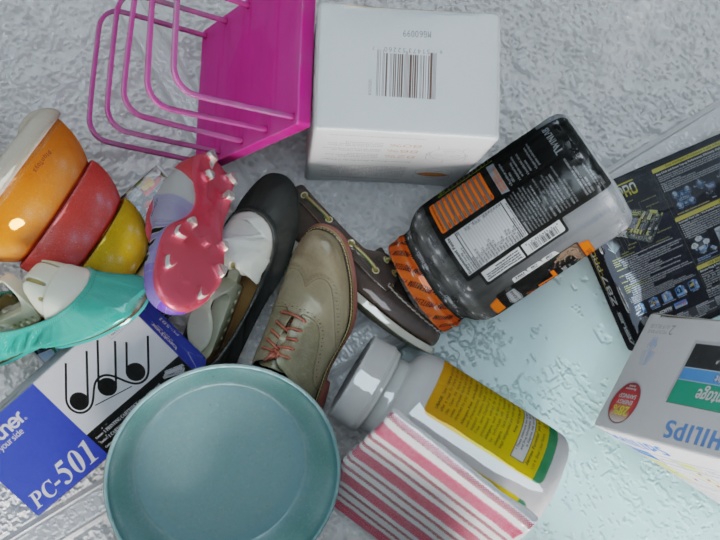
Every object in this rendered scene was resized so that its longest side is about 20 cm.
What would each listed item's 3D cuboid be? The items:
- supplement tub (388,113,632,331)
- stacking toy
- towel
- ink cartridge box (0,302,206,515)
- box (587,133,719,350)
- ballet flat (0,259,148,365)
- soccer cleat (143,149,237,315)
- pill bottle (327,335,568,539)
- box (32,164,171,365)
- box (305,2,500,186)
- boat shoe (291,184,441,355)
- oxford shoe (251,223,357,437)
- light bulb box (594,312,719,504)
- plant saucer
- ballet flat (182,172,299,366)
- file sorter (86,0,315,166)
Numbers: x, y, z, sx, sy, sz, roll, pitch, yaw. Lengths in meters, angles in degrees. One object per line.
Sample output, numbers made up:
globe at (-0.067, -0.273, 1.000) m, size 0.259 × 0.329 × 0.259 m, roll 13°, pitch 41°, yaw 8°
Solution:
supplement tub at (0.132, -0.038, 0.949) m, size 0.199 × 0.122 × 0.123 m, roll -34°, pitch 87°, yaw 11°
stacking toy at (-0.236, -0.028, 0.907) m, size 0.200 × 0.146 × 0.147 m, roll 37°, pitch 81°, yaw -17°
towel at (0.050, 0.194, 0.897) m, size 0.146 × 0.200 × 0.030 m, roll 37°, pitch 55°, yaw 1°
ink cartridge box at (-0.238, 0.114, 0.908) m, size 0.200 × 0.044 × 0.094 m, roll -40°, pitch 106°, yaw 11°
box at (0.321, -0.034, 1.019) m, size 0.199 × 0.049 × 0.162 m, roll -24°, pitch 87°, yaw -7°
ballet flat at (-0.262, 0.030, 0.862) m, size 0.070 × 0.199 × 0.068 m, roll 50°, pitch 40°, yaw -30°
soccer cleat at (-0.151, -0.025, 0.873) m, size 0.076 × 0.201 × 0.067 m, roll -29°, pitch 122°, yaw 25°
pill bottle at (0.075, 0.146, 0.941) m, size 0.199 × 0.113 × 0.113 m, roll 31°, pitch 81°, yaw -1°
box at (-0.222, 0.011, 0.970) m, size 0.200 × 0.035 × 0.110 m, roll -44°, pitch 89°, yaw -9°
box at (0.029, -0.147, 0.930) m, size 0.151 × 0.200 × 0.107 m, roll 2°, pitch 84°, yaw -6°
boat shoe at (0.000, 0.000, 0.976) m, size 0.200 × 0.072 × 0.060 m, roll 38°, pitch 84°, yaw 6°
oxford shoe at (-0.053, 0.059, 0.922) m, size 0.070 × 0.075 × 0.202 m, roll 17°, pitch 106°, yaw 23°
light bulb box at (0.350, 0.140, 0.903) m, size 0.199 × 0.198 × 0.125 m, roll 33°, pitch 80°, yaw -17°
plant saucer at (-0.117, 0.171, 0.891) m, size 0.198 × 0.036 × 0.202 m, roll -3°, pitch 103°, yaw -13°
ballet flat at (-0.109, 0.009, 0.932) m, size 0.068 × 0.068 × 0.201 m, roll 24°, pitch 101°, yaw 18°
file sorter at (-0.142, -0.180, 0.900) m, size 0.125 × 0.199 × 0.140 m, roll 8°, pitch 79°, yaw -32°
